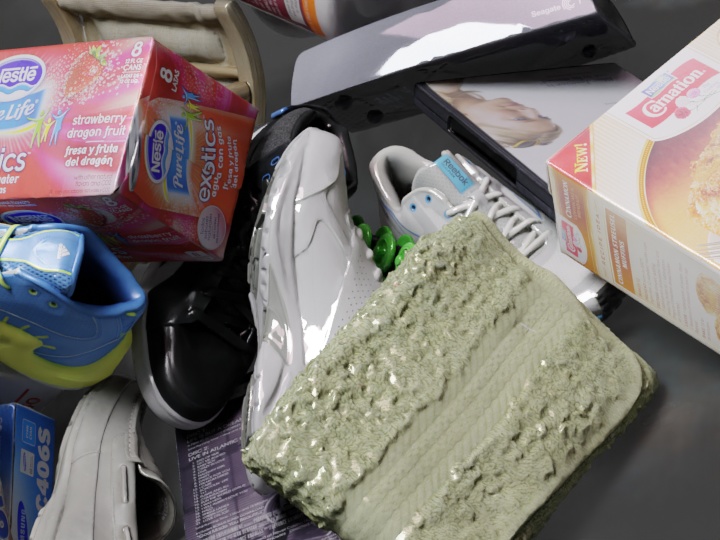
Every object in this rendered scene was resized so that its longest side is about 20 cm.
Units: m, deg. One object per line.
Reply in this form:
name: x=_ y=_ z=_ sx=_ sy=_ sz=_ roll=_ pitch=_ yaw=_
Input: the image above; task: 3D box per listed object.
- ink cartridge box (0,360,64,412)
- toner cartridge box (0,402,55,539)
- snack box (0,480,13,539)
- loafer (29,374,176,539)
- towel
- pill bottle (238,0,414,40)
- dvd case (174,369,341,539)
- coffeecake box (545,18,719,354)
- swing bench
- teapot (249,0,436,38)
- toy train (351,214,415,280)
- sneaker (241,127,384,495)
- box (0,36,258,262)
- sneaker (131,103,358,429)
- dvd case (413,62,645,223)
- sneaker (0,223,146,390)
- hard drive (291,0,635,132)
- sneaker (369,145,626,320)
ink cartridge box: x=-0.244 y=0.051 z=1.226 sx=0.115 sy=0.199 sz=0.068 roll=-38 pitch=51 yaw=47
toner cartridge box: x=-0.268 y=0.136 z=1.199 sx=0.199 sy=0.043 sz=0.096 roll=-10 pitch=69 yaw=23
snack box: x=-0.222 y=0.117 z=1.112 sx=0.072 sy=0.201 sz=0.024 roll=-12 pitch=-1 yaw=18
loafer: x=-0.133 y=0.126 z=1.151 sx=0.069 sy=0.070 sz=0.200 roll=10 pitch=33 yaw=-1
towel: x=0.047 y=0.068 z=1.054 sx=0.148 sy=0.037 sz=0.200 roll=39 pitch=56 yaw=8
pill bottle: x=-0.061 y=-0.230 z=1.388 sx=0.199 sy=0.114 sz=0.114 roll=27 pitch=56 yaw=28
dvd case: x=-0.026 y=0.105 z=1.144 sx=0.148 sy=0.016 sz=0.200 roll=-23 pitch=32 yaw=5
coffeecake box: x=0.219 y=-0.030 z=1.073 sx=0.153 sy=0.073 sz=0.200 roll=-39 pitch=51 yaw=-21
swing bench: x=-0.190 y=-0.089 z=1.438 sx=0.198 sy=0.130 sz=0.200 roll=11 pitch=41 yaw=44
teapot: x=0.045 y=-0.241 z=1.478 sx=0.200 sy=0.197 sz=0.147 roll=-34 pitch=58 yaw=49
toy train: x=0.000 y=0.000 z=1.219 sx=0.200 sy=0.042 sz=0.057 roll=25 pitch=100 yaw=63
sneaker: x=-0.010 y=0.023 z=1.124 sx=0.099 sy=0.078 sz=0.201 roll=5 pitch=73 yaw=-8
box: x=-0.169 y=-0.064 z=1.200 sx=0.199 sy=0.100 sz=0.096 roll=-1 pitch=69 yaw=36
sneaker: x=-0.061 y=-0.014 z=1.198 sx=0.112 sy=0.073 sz=0.201 roll=-29 pitch=38 yaw=48
dvd case: x=0.134 y=-0.078 z=1.245 sx=0.142 sy=0.018 sz=0.200 roll=-7 pitch=26 yaw=-22
sneaker: x=-0.201 y=-0.010 z=1.142 sx=0.105 sy=0.199 sz=0.076 roll=-38 pitch=36 yaw=45
hard drive: x=0.063 y=-0.137 z=1.342 sx=0.199 sy=0.043 sz=0.135 roll=-16 pitch=-9 yaw=17
sneaker: x=0.067 y=-0.021 z=1.200 sx=0.075 sy=0.087 sz=0.200 roll=-39 pitch=36 yaw=-24
